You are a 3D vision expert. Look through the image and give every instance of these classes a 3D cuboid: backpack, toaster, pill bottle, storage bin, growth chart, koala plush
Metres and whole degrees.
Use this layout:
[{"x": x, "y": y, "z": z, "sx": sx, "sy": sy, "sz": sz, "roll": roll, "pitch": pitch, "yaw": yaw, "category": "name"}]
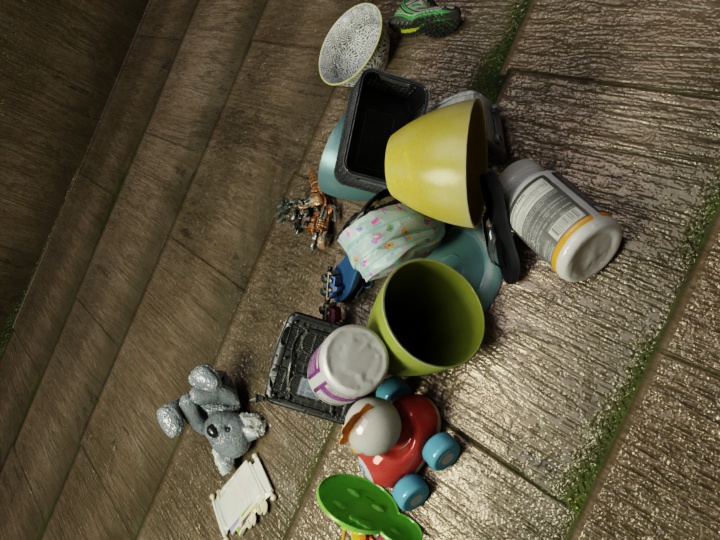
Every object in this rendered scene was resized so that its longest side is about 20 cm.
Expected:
[{"x": 0.060, "y": -0.063, "z": 1.126, "sx": 0.127, "sy": 0.199, "sz": 0.167, "roll": 56, "pitch": 134, "yaw": 15, "category": "backpack"}, {"x": -0.088, "y": 0.185, "z": 1.231, "sx": 0.119, "sy": 0.198, "sz": 0.182, "roll": 136, "pitch": 151, "yaw": -84, "category": "toaster"}, {"x": -0.029, "y": 0.166, "z": 1.070, "sx": 0.200, "sy": 0.111, "sz": 0.113, "roll": 129, "pitch": 147, "yaw": -67, "category": "pill bottle"}, {"x": 0.038, "y": -0.252, "z": 1.184, "sx": 0.094, "sy": 0.134, "sz": 0.202, "roll": 161, "pitch": 122, "yaw": -76, "category": "storage bin"}, {"x": 0.302, "y": -0.085, "z": 1.004, "sx": 0.117, "sy": 0.116, "sz": 0.200, "roll": -51, "pitch": 45, "yaw": 17, "category": "pill bottle"}, {"x": -0.262, "y": 0.505, "z": 1.403, "sx": 0.200, "sy": 0.018, "sz": 0.145, "roll": -47, "pitch": 47, "yaw": 21, "category": "growth chart"}, {"x": -0.314, "y": 0.341, "z": 1.443, "sx": 0.200, "sy": 0.184, "sz": 0.178, "roll": 42, "pitch": 93, "yaw": 24, "category": "koala plush"}, {"x": 0.178, "y": -0.244, "z": 1.196, "sx": 0.199, "sy": 0.113, "sz": 0.130, "roll": -17, "pitch": 59, "yaw": 42, "category": "toaster"}]

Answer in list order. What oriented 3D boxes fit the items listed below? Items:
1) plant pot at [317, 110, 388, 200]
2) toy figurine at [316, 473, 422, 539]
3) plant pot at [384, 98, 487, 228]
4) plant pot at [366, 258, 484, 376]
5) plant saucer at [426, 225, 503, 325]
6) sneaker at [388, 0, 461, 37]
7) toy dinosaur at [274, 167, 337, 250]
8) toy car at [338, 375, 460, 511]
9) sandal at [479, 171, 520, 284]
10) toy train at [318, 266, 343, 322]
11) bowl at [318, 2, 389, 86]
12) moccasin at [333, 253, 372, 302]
[{"x": 0.021, "y": -0.224, "z": 1.308, "sx": 0.134, "sy": 0.200, "sz": 0.201, "roll": 28, "pitch": 95, "yaw": 14, "category": "plant pot"}, {"x": -0.008, "y": 0.489, "z": 1.106, "sx": 0.199, "sy": 0.150, "sz": 0.186, "roll": 24, "pitch": 106, "yaw": 23, "category": "toy figurine"}, {"x": 0.121, "y": -0.171, "z": 1.031, "sx": 0.141, "sy": 0.200, "sz": 0.202, "roll": 3, "pitch": 75, "yaw": 20, "category": "plant pot"}, {"x": 0.083, "y": 0.106, "z": 1.104, "sx": 0.200, "sy": 0.185, "sz": 0.189, "roll": 132, "pitch": 139, "yaw": -57, "category": "plant pot"}, {"x": 0.169, "y": 0.004, "z": 1.167, "sx": 0.199, "sy": 0.027, "sz": 0.202, "roll": -19, "pitch": 62, "yaw": 40, "category": "plant saucer"}, {"x": 0.141, "y": -0.561, "z": 1.380, "sx": 0.199, "sy": 0.078, "sz": 0.086, "roll": 25, "pitch": 91, "yaw": 47, "category": "sneaker"}, {"x": -0.111, "y": -0.138, "z": 1.476, "sx": 0.135, "sy": 0.102, "sz": 0.201, "roll": -15, "pitch": 45, "yaw": 24, "category": "toy dinosaur"}, {"x": 0.026, "y": 0.279, "z": 1.072, "sx": 0.178, "sy": 0.199, "sz": 0.184, "roll": -56, "pitch": 44, "yaw": 12, "category": "toy car"}, {"x": 0.218, "y": -0.066, "z": 1.046, "sx": 0.042, "sy": 0.201, "sz": 0.076, "roll": -20, "pitch": 27, "yaw": 0, "category": "sandal"}, {"x": -0.062, "y": 0.092, "z": 1.312, "sx": 0.046, "sy": 0.034, "sz": 0.202, "roll": 14, "pitch": 106, "yaw": 37, "category": "toy train"}, {"x": 0.004, "y": -0.505, "z": 1.483, "sx": 0.200, "sy": 0.094, "sz": 0.203, "roll": -18, "pitch": 63, "yaw": 39, "category": "bowl"}, {"x": 0.000, "y": 0.000, "z": 1.300, "sx": 0.081, "sy": 0.068, "sz": 0.200, "roll": 63, "pitch": 143, "yaw": 24, "category": "moccasin"}]
